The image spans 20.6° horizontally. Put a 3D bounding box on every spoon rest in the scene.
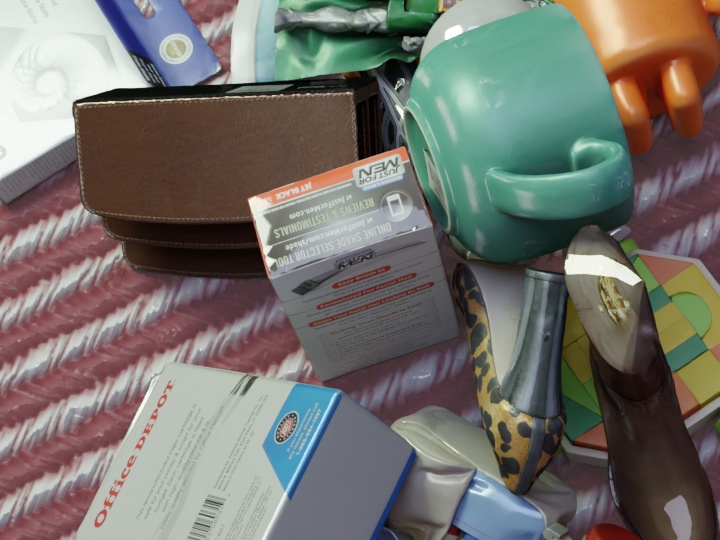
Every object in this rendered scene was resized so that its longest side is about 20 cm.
[{"bbox_3d":[0.115,-0.100,1.380,0.099,0.061,0.201,-33,104,-3],"label":"spoon rest"}]

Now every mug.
[{"bbox_3d":[0.095,-0.085,1.253,0.114,0.185,0.153,-19,81,-6],"label":"mug"}]

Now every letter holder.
[{"bbox_3d":[-0.089,-0.058,1.393,0.199,0.101,0.143,-1,100,10],"label":"letter holder"}]

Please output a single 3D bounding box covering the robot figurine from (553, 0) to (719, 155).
[{"bbox_3d":[0.189,-0.186,1.422,0.144,0.116,0.201,-38,60,41],"label":"robot figurine"}]

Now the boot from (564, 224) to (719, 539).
[{"bbox_3d":[0.175,0.084,1.231,0.064,0.200,0.187,-20,68,1],"label":"boot"}]

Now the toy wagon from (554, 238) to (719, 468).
[{"bbox_3d":[0.171,0.076,1.364,0.199,0.040,0.156,-33,68,-5],"label":"toy wagon"}]

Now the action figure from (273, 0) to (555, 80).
[{"bbox_3d":[0.040,-0.188,1.388,0.199,0.055,0.119,3,98,2],"label":"action figure"}]

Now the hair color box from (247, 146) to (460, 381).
[{"bbox_3d":[0.000,0.000,1.332,0.110,0.200,0.064,-18,68,1],"label":"hair color box"}]

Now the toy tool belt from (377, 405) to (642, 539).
[{"bbox_3d":[0.086,0.187,1.308,0.199,0.125,0.123,31,111,21],"label":"toy tool belt"}]

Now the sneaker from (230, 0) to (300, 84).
[{"bbox_3d":[-0.047,-0.184,1.478,0.081,0.074,0.201,4,71,12],"label":"sneaker"}]

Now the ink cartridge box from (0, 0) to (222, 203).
[{"bbox_3d":[-0.239,-0.183,1.523,0.199,0.041,0.200,-32,68,-5],"label":"ink cartridge box"}]

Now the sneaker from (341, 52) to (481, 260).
[{"bbox_3d":[0.048,-0.090,1.434,0.077,0.078,0.201,-25,64,14],"label":"sneaker"}]

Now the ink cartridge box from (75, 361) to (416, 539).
[{"bbox_3d":[-0.079,0.149,1.297,0.199,0.084,0.147,5,64,52],"label":"ink cartridge box"}]

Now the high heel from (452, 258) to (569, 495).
[{"bbox_3d":[0.092,0.067,1.320,0.071,0.200,0.144,8,92,-10],"label":"high heel"}]
